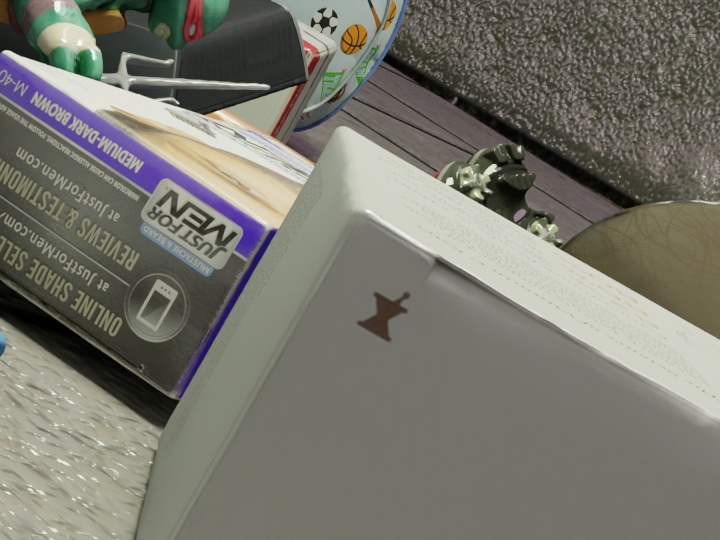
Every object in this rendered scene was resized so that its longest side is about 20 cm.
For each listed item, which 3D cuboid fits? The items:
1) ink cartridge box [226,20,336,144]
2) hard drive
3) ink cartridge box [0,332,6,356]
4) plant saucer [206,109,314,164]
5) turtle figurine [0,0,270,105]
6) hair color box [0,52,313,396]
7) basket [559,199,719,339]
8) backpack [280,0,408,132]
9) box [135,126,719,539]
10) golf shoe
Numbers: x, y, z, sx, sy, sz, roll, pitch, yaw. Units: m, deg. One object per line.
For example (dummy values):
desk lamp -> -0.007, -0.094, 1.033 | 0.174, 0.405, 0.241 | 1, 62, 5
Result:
ink cartridge box -> -0.099, -0.127, 1.429 | 0.144, 0.084, 0.200 | 29, 8, 0
hard drive -> -0.134, -0.118, 1.113 | 0.200, 0.042, 0.135 | 20, 22, 24
ink cartridge box -> -0.172, -0.014, 0.403 | 0.200, 0.068, 0.115 | 24, 9, -40
plant saucer -> -0.083, -0.057, 1.198 | 0.200, 0.037, 0.200 | 30, 6, -4
turtle figurine -> -0.126, -0.098, 0.965 | 0.200, 0.101, 0.150 | 10, -12, 3
hair color box -> -0.045, -0.007, 0.834 | 0.109, 0.065, 0.200 | 33, 9, 21
basket -> 0.163, 0.065, 0.983 | 0.180, 0.136, 0.200 | 25, 11, -10
backpack -> -0.061, -0.186, 1.621 | 0.190, 0.200, 0.154 | 30, 13, -43
box -> 0.035, 0.054, 0.610 | 0.152, 0.106, 0.200 | 30, 7, -5
golf shoe -> 0.000, 0.000, 1.044 | 0.200, 0.088, 0.077 | -8, 76, -50
